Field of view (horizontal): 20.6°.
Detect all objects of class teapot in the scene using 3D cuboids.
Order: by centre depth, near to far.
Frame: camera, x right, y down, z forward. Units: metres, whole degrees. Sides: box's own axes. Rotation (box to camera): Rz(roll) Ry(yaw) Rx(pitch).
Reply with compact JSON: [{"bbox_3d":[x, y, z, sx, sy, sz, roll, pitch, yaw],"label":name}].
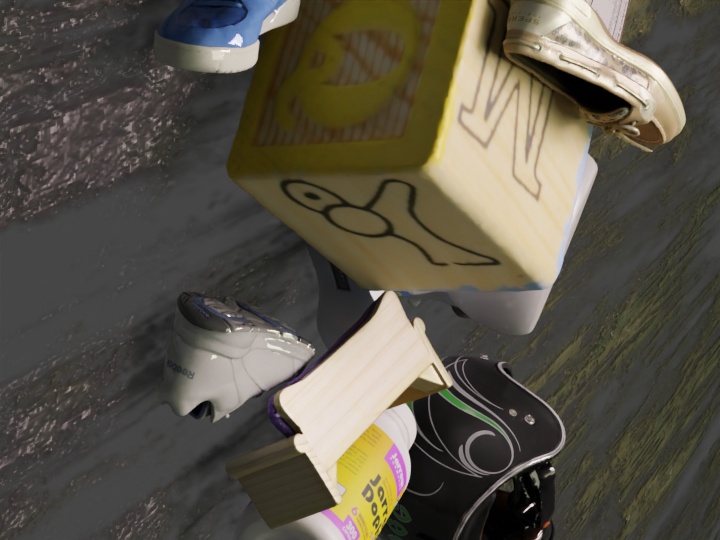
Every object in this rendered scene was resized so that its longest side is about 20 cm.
[{"bbox_3d":[0.123,-0.049,1.817,0.197,0.145,0.201,48,65,-83],"label":"teapot"}]

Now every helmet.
[{"bbox_3d":[0.088,0.175,1.819,0.199,0.191,0.201,-25,136,-26],"label":"helmet"}]

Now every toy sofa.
[{"bbox_3d":[-0.021,0.106,1.562,0.098,0.082,0.200,58,41,-10],"label":"toy sofa"}]

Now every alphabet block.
[{"bbox_3d":[0.046,-0.112,1.511,0.200,0.194,0.198,40,56,-48],"label":"alphabet block"}]

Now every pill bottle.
[{"bbox_3d":[-0.022,0.181,1.651,0.200,0.103,0.105,-54,147,-50],"label":"pill bottle"}]

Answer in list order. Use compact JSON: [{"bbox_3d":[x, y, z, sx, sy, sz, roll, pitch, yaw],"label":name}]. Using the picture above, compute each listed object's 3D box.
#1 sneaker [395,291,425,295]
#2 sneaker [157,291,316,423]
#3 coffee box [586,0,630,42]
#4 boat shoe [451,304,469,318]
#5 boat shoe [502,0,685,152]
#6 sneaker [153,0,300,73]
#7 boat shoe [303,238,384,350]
[{"bbox_3d":[0.040,-0.067,1.737,0.074,0.082,0.202,-49,142,-51],"label":"sneaker"},{"bbox_3d":[-0.099,0.068,1.475,0.088,0.074,0.200,-64,157,5],"label":"sneaker"},{"bbox_3d":[0.128,-0.242,1.519,0.200,0.112,0.081,48,53,-58],"label":"coffee box"},{"bbox_3d":[0.123,-0.032,2.000,0.072,0.060,0.202,44,32,-25],"label":"boat shoe"},{"bbox_3d":[0.169,-0.140,1.471,0.200,0.073,0.063,35,68,-37],"label":"boat shoe"},{"bbox_3d":[-0.085,-0.209,1.349,0.200,0.076,0.112,-49,149,-62],"label":"sneaker"},{"bbox_3d":[0.000,0.000,1.674,0.065,0.073,0.201,-54,148,-41],"label":"boat shoe"}]
